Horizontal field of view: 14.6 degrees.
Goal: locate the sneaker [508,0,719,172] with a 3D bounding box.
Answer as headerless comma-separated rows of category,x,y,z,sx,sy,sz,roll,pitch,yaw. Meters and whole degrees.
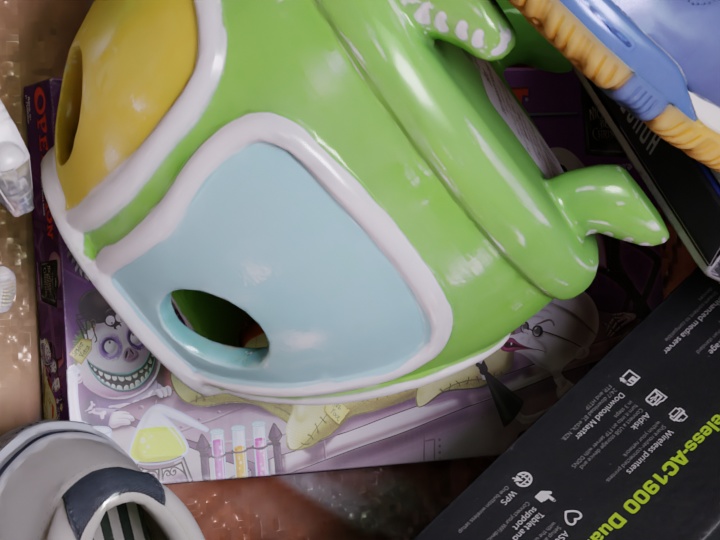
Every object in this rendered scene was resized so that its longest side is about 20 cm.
sneaker,0.121,-0.062,0.707,0.200,0.075,0.088,24,110,-29

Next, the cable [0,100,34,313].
cable,-0.201,-0.056,0.727,0.200,0.069,0.200,-19,95,-24

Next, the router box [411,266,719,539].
router box,0.065,0.107,0.804,0.062,0.150,0.200,37,67,27

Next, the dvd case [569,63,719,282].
dvd case,0.132,-0.030,0.822,0.150,0.200,0.025,23,113,-25

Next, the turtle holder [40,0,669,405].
turtle holder,-0.020,-0.042,0.738,0.132,0.141,0.185,-34,146,10

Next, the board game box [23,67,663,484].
board game box,0.000,0.000,0.844,0.200,0.032,0.120,-4,85,-25

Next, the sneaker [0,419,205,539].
sneaker,-0.059,0.140,0.774,0.073,0.071,0.200,-25,109,-19
